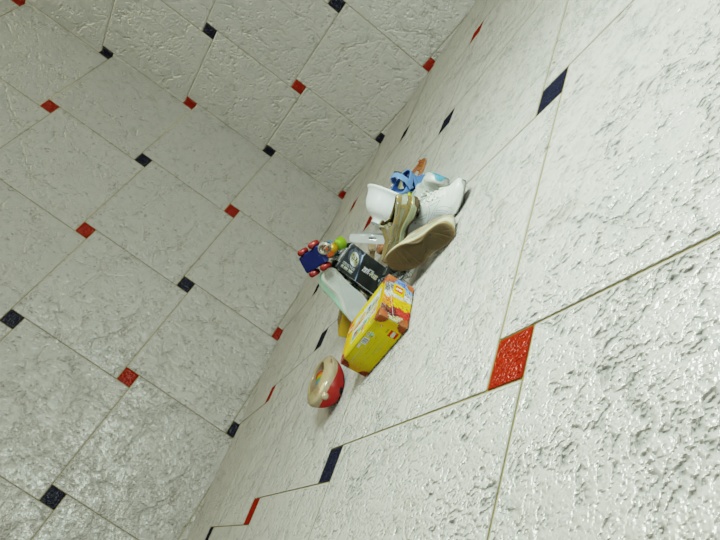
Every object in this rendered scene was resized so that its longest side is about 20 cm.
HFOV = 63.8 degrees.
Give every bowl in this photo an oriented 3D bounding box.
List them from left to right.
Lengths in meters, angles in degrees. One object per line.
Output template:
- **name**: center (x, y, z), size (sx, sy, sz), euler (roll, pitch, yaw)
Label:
- **bowl**: center (0.091, -0.152, 1.590), size (0.091, 0.200, 0.201), euler (-63, 10, 0)

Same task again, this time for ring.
- **ring**: center (0.183, -0.330, 2.145), size (0.202, 0.019, 0.201), euler (-59, 9, 15)

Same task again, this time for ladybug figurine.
- **ladybug figurine**: center (-0.091, 0.311, 1.582), size (0.137, 0.071, 0.200), euler (-59, 9, 11)

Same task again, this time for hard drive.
- **hard drive**: center (0.051, -0.094, 1.691), size (0.200, 0.130, 0.027), euler (-27, -59, -78)

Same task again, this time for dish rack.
- **dish rack**: center (0.115, -0.016, 1.516), size (0.155, 0.054, 0.200), euler (-65, 12, -14)

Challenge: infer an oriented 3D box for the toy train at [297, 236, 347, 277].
- **toy train**: center (-0.082, -0.059, 1.596), size (0.115, 0.085, 0.200), euler (-31, 1, -35)

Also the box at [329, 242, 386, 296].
- **box**: center (0.000, 0.000, 1.707), size (0.087, 0.163, 0.200), euler (-54, 9, -5)

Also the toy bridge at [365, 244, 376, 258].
- **toy bridge**: center (0.027, -0.029, 1.982), size (0.200, 0.027, 0.068), euler (110, 151, -64)

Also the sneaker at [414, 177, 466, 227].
- **sneaker**: center (0.190, -0.162, 1.435), size (0.200, 0.087, 0.075), euler (-49, 14, 47)

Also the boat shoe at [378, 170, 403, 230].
- **boat shoe**: center (0.098, -0.223, 1.869), size (0.073, 0.064, 0.202), euler (0, -67, -85)

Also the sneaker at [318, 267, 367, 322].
- **sneaker**: center (-0.047, 0.077, 1.676), size (0.074, 0.201, 0.118), euler (-38, 8, -14)

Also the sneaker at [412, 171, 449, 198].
- **sneaker**: center (0.195, -0.219, 1.637), size (0.200, 0.076, 0.082), euler (129, 161, -77)

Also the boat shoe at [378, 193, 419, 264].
- **boat shoe**: center (0.081, -0.107, 1.478), size (0.072, 0.075, 0.202), euler (-109, 34, -58)

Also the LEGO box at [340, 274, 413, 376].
- **LEGO box**: center (0.040, 0.134, 1.397), size (0.201, 0.077, 0.150), euler (-54, 12, 36)

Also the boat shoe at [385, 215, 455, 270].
- **boat shoe**: center (0.145, -0.066, 1.383), size (0.199, 0.072, 0.065), euler (-34, 16, 32)

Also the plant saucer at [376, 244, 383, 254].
- **plant saucer**: center (0.116, -0.136, 1.887), size (0.201, 0.037, 0.200), euler (-59, 10, 18)

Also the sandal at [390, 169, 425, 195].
- **sandal**: center (0.151, -0.267, 1.759), size (0.199, 0.079, 0.088), euler (-30, -58, -48)

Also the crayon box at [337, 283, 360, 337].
- **crayon box**: center (-0.033, 0.126, 1.779), size (0.200, 0.050, 0.128), euler (-106, 29, -76)
